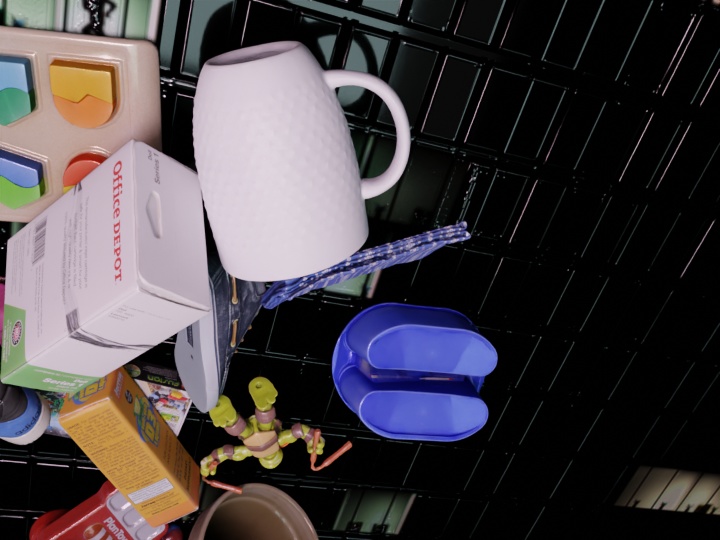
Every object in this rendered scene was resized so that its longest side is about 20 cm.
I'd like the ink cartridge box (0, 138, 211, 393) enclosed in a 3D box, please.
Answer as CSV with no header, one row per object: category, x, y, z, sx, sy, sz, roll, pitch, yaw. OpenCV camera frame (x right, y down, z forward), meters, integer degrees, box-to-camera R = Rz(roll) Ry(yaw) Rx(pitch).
ink cartridge box,-0.230,0.003,0.642,0.197,0.149,0.084,-27,149,28

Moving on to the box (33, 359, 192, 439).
box,-0.300,0.148,0.831,0.196,0.035,0.112,17,118,-21

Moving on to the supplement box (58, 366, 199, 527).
supplement box,-0.254,0.199,0.812,0.067,0.067,0.203,-23,125,5

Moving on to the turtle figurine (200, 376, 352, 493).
turtle figurine,-0.114,0.196,0.879,0.194,0.065,0.163,-11,137,1

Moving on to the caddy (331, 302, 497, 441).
caddy,0.065,0.116,0.843,0.194,0.105,0.146,7,98,-15

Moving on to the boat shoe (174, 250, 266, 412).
boat shoe,-0.147,0.064,0.775,0.090,0.071,0.204,-26,140,-35

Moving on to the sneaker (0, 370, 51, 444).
sneaker,-0.424,0.120,0.725,0.194,0.078,0.112,10,150,12

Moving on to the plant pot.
plant pot,-0.172,0.412,0.949,0.198,0.203,0.173,31,128,-27

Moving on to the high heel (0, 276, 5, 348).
high heel,-0.286,0.030,0.748,0.195,0.067,0.099,-17,102,-15

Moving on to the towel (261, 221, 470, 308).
towel,0.000,0.000,0.719,0.195,0.145,0.024,-17,86,-17

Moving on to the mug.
mug,-0.052,-0.109,0.644,0.194,0.149,0.180,-10,116,3

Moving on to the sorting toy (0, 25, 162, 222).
sorting toy,-0.283,-0.122,0.658,0.194,0.037,0.189,1,122,-12

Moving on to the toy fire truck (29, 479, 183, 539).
toy fire truck,-0.322,0.370,0.937,0.166,0.112,0.203,-31,126,-13
